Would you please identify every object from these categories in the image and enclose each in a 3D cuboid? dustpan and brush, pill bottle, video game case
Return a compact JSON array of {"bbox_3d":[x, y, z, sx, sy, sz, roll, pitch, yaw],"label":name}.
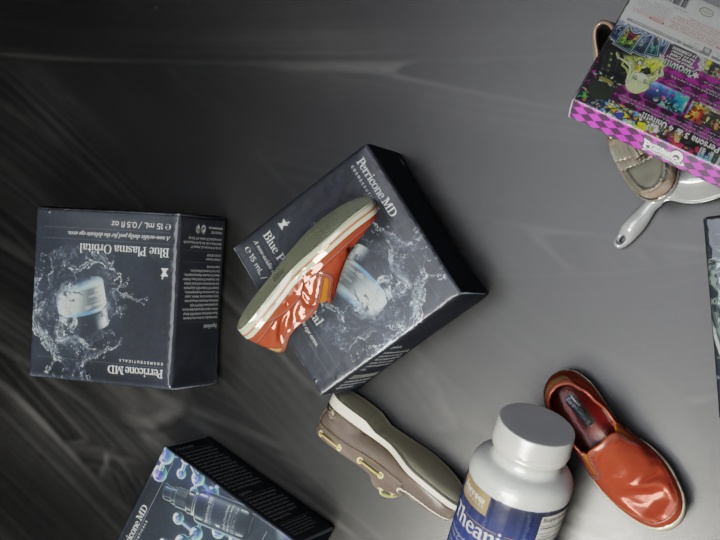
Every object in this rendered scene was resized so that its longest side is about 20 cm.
[{"bbox_3d":[0.328,-0.105,1.386,0.200,0.057,0.140,-48,62,8],"label":"dustpan and brush"},{"bbox_3d":[0.157,0.246,1.383,0.110,0.111,0.202,23,115,20],"label":"pill bottle"},{"bbox_3d":[0.333,-0.185,1.319,0.198,0.036,0.182,26,65,11],"label":"video game case"}]

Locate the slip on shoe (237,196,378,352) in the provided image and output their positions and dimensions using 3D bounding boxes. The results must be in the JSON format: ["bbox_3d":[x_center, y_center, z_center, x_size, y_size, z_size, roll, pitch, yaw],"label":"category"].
[{"bbox_3d":[-0.047,0.004,1.400,0.061,0.074,0.200,38,97,-18],"label":"slip on shoe"}]

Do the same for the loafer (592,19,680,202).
[{"bbox_3d":[0.273,-0.166,1.363,0.071,0.063,0.202,-25,58,31],"label":"loafer"}]

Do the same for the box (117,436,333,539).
[{"bbox_3d":[-0.159,0.312,1.535,0.199,0.107,0.150,31,101,19],"label":"box"}]

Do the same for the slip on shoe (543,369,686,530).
[{"bbox_3d":[0.261,0.190,1.390,0.074,0.061,0.201,-42,77,14],"label":"slip on shoe"}]

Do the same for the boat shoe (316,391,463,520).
[{"bbox_3d":[0.033,0.215,1.482,0.199,0.072,0.060,38,108,21],"label":"boat shoe"}]

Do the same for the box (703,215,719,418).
[{"bbox_3d":[0.446,0.038,1.297,0.197,0.124,0.200,-5,89,21],"label":"box"}]

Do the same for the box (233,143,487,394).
[{"bbox_3d":[0.000,0.000,1.472,0.199,0.117,0.198,-36,77,16],"label":"box"}]

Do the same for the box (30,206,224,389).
[{"bbox_3d":[-0.275,0.030,1.571,0.194,0.117,0.203,3,91,21],"label":"box"}]
